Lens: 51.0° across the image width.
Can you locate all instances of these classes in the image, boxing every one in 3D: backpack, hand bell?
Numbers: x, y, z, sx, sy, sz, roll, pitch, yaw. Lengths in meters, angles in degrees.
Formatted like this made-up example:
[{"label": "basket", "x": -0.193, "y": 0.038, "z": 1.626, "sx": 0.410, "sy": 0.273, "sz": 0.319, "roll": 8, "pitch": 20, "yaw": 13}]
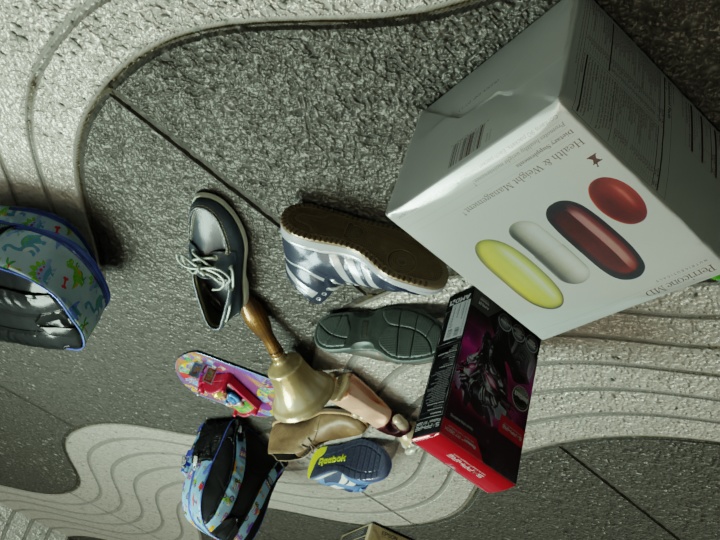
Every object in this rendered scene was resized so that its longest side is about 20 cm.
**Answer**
[{"label": "backpack", "x": -0.441, "y": 0.008, "z": 1.017, "sx": 0.199, "sy": 0.148, "sz": 0.184, "roll": 11, "pitch": 142, "yaw": 17}, {"label": "hand bell", "x": -0.124, "y": 0.111, "z": 1.077, "sx": 0.104, "sy": 0.104, "sz": 0.201, "roll": -7, "pitch": 125, "yaw": 32}, {"label": "backpack", "x": -0.247, "y": 0.396, "z": 1.385, "sx": 0.134, "sy": 0.201, "sz": 0.183, "roll": -10, "pitch": 136, "yaw": 34}]

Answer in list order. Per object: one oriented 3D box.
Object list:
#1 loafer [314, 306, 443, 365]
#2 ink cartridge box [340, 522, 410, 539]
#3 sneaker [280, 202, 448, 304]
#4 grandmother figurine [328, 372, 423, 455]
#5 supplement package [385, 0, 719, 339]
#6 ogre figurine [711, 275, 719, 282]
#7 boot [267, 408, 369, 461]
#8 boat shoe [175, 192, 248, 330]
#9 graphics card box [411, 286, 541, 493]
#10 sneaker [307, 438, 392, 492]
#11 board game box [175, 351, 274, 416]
[{"label": "loafer", "x": 0.035, "y": 0.087, "z": 0.985, "sx": 0.199, "sy": 0.072, "sz": 0.063, "roll": 2, "pitch": 161, "yaw": 33}, {"label": "ink cartridge box", "x": 0.064, "y": 0.640, "z": 1.663, "sx": 0.199, "sy": 0.075, "sz": 0.165, "roll": 28, "pitch": 144, "yaw": -13}, {"label": "sneaker", "x": 0.000, "y": 0.000, "z": 0.870, "sx": 0.199, "sy": 0.070, "sz": 0.109, "roll": 21, "pitch": 140, "yaw": 9}, {"label": "grandmother figurine", "x": 0.034, "y": 0.225, "z": 1.162, "sx": 0.200, "sy": 0.061, "sz": 0.121, "roll": 36, "pitch": 168, "yaw": -26}, {"label": "supplement package", "x": 0.167, "y": -0.076, "z": 0.633, "sx": 0.200, "sy": 0.148, "sz": 0.191, "roll": 36, "pitch": 141, "yaw": -20}, {"label": "ogre figurine", "x": 0.378, "y": -0.027, "z": 0.628, "sx": 0.098, "sy": 0.200, "sz": 0.120, "roll": 45, "pitch": 174, "yaw": 33}, {"label": "boot", "x": -0.072, "y": 0.279, "z": 1.260, "sx": 0.199, "sy": 0.076, "sz": 0.074, "roll": -15, "pitch": 130, "yaw": 33}, {"label": "boat shoe", "x": -0.186, "y": -0.007, "z": 0.946, "sx": 0.074, "sy": 0.062, "sz": 0.201, "roll": 19, "pitch": 137, "yaw": 13}, {"label": "graphics card box", "x": 0.139, "y": 0.134, "z": 0.871, "sx": 0.125, "sy": 0.201, "sz": 0.051, "roll": 37, "pitch": 141, "yaw": -22}, {"label": "sneaker", "x": -0.006, "y": 0.346, "z": 1.323, "sx": 0.082, "sy": 0.074, "sz": 0.199, "roll": 38, "pitch": 147, "yaw": -27}, {"label": "board game box", "x": -0.225, "y": 0.211, "z": 1.269, "sx": 0.199, "sy": 0.039, "sz": 0.158, "roll": 21, "pitch": 144, "yaw": -1}]
